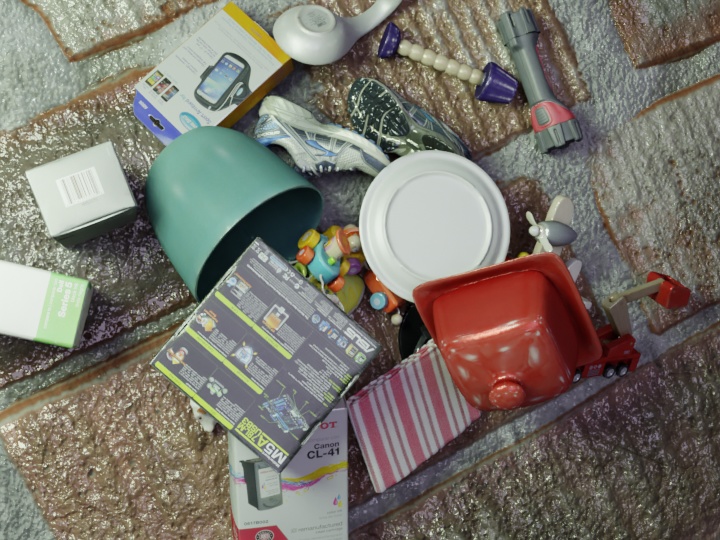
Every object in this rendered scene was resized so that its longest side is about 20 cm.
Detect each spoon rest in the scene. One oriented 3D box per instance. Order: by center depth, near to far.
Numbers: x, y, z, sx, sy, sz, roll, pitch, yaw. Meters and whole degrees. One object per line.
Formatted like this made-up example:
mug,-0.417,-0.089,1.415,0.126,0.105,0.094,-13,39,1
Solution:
spoon rest,-0.027,-0.331,1.350,0.199,0.061,0.100,-31,69,-26

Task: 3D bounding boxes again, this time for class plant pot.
plant pot,-0.172,-0.080,1.254,0.200,0.201,0.161,-40,70,-12

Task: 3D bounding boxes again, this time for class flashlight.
flashlight,0.253,-0.268,1.428,0.067,0.068,0.202,-18,87,-9

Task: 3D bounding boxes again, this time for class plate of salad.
plate of salad,0.094,-0.054,1.300,0.198,0.048,0.202,1,83,-10

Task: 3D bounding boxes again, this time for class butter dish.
butter dish,0.178,0.103,1.226,0.198,0.149,0.201,-15,128,22

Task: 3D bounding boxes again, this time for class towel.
towel,0.071,0.181,1.326,0.199,0.030,0.147,-32,118,-28

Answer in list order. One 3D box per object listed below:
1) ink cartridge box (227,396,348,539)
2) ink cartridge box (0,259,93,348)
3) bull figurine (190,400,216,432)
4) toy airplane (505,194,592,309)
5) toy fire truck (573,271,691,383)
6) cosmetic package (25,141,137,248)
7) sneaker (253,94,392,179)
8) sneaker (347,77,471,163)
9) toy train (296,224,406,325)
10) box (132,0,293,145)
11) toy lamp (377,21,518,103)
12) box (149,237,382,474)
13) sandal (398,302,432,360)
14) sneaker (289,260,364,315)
ink cartridge box,-0.091,0.248,1.272,0.146,0.086,0.202,-5,113,-12
ink cartridge box,-0.429,0.032,1.209,0.198,0.145,0.085,14,84,-12
bull figurine,-0.137,0.126,1.314,0.121,0.065,0.202,24,84,-14
toy airplane,0.228,0.025,1.362,0.198,0.141,0.201,-27,111,-3
toy fire truck,0.353,0.077,1.396,0.198,0.049,0.142,-3,118,-31
cosmetic package,-0.329,-0.087,1.213,0.106,0.200,0.091,-23,90,-10
sneaker,-0.052,-0.154,1.350,0.199,0.077,0.086,24,86,-1
sneaker,0.067,-0.190,1.382,0.200,0.086,0.078,42,121,9
toy train,0.000,0.000,1.299,0.055,0.200,0.151,-37,77,22
box,-0.197,-0.243,1.316,0.119,0.042,0.200,44,80,12
toy lamp,0.123,-0.282,1.400,0.198,0.058,0.059,18,83,-9
box,-0.108,0.098,1.175,0.200,0.048,0.194,40,85,-6
sandal,0.091,0.142,1.375,0.075,0.043,0.202,2,86,-13
sneaker,-0.064,0.025,1.293,0.199,0.077,0.076,-9,53,-44
